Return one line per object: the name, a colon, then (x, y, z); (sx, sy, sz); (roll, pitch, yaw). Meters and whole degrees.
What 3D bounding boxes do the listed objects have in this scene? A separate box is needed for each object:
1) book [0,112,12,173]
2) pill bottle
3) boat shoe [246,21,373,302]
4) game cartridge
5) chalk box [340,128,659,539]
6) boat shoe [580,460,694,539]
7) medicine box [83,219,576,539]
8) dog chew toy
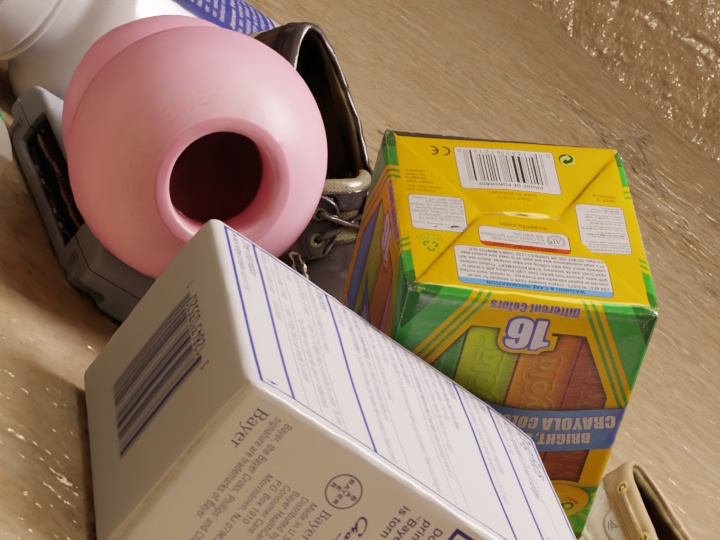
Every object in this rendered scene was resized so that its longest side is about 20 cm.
book: (-0.268, -0.126, 1.413); (0.200, 0.048, 0.134); (33, 18, -34)
pill bottle: (-0.129, -0.124, 1.613); (0.200, 0.120, 0.120); (33, 14, -30)
boat shoe: (-0.024, -0.039, 1.559); (0.073, 0.065, 0.200); (-18, 89, -36)
game cartridge: (-0.111, -0.017, 1.497); (0.133, 0.042, 0.200); (27, 17, -30)
chalk box: (0.056, 0.049, 1.402); (0.124, 0.200, 0.124); (4, 40, -10)
boat shoe: (0.184, 0.184, 1.570); (0.200, 0.066, 0.074); (48, 15, 32)
medicine box: (-0.009, 0.098, 1.231); (0.200, 0.103, 0.182); (35, 13, -19)
dog chew toy: (-0.091, -0.070, 1.402); (0.124, 0.125, 0.200); (34, 6, -23)
